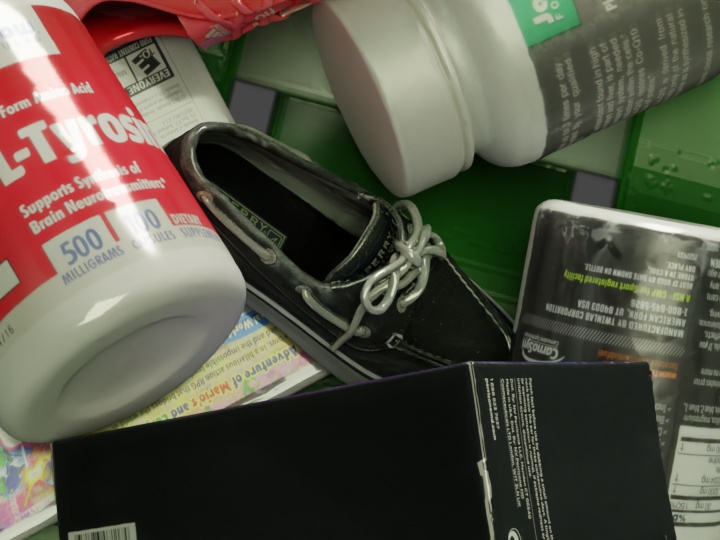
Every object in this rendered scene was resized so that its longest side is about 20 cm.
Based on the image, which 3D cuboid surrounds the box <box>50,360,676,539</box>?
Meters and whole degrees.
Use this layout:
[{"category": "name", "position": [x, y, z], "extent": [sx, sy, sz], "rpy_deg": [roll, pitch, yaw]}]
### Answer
[{"category": "box", "position": [0.000, 0.087, 0.750], "extent": [0.199, 0.141, 0.079], "rpy_deg": [-13, 78, 33]}]

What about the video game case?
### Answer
[{"category": "video game case", "position": [-0.130, 0.005, 0.850], "extent": [0.199, 0.024, 0.183], "rpy_deg": [-28, 88, -11]}]

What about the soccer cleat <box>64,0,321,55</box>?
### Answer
[{"category": "soccer cleat", "position": [-0.041, -0.128, 0.807], "extent": [0.199, 0.068, 0.074], "rpy_deg": [-3, 68, 27]}]

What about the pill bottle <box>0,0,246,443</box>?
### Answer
[{"category": "pill bottle", "position": [-0.140, -0.041, 0.774], "extent": [0.112, 0.112, 0.201], "rpy_deg": [-31, 71, -10]}]

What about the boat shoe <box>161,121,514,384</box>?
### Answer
[{"category": "boat shoe", "position": [0.001, -0.002, 0.829], "extent": [0.199, 0.068, 0.074], "rpy_deg": [36, 61, -14]}]

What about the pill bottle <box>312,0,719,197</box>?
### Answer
[{"category": "pill bottle", "position": [0.087, -0.114, 0.849], "extent": [0.199, 0.113, 0.114], "rpy_deg": [-25, 87, -10]}]

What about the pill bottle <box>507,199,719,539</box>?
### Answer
[{"category": "pill bottle", "position": [0.109, 0.076, 0.824], "extent": [0.105, 0.106, 0.202], "rpy_deg": [10, 94, -7]}]
